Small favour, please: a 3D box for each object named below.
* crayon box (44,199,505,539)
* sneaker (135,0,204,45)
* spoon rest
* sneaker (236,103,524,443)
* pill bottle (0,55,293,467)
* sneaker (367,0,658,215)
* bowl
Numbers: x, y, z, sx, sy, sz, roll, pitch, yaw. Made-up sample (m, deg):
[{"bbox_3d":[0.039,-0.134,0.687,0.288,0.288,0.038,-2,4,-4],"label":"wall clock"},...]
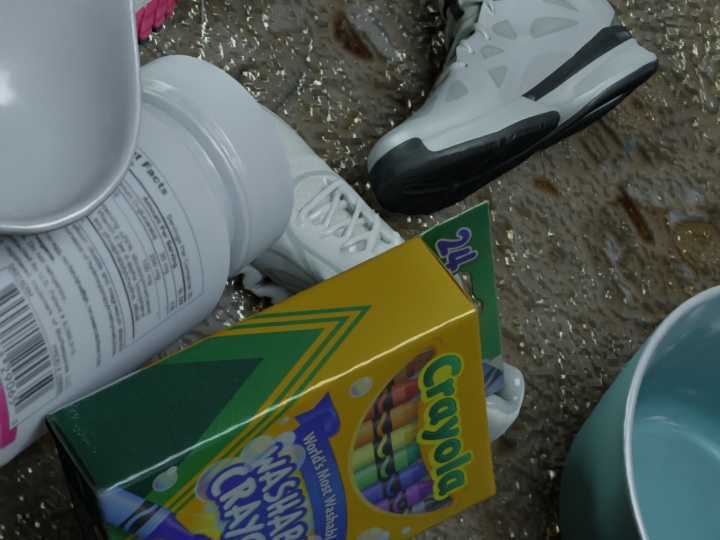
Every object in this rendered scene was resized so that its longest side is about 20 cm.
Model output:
[{"bbox_3d":[-0.018,0.068,1.152,0.200,0.126,0.052,-27,51,-15],"label":"crayon box"},{"bbox_3d":[-0.079,-0.166,1.259,0.200,0.081,0.075,-44,143,-39],"label":"sneaker"},{"bbox_3d":[-0.120,-0.095,1.111,0.099,0.061,0.200,19,52,1],"label":"spoon rest"},{"bbox_3d":[0.000,0.000,1.268,0.200,0.081,0.075,52,53,-6],"label":"sneaker"},{"bbox_3d":[-0.126,-0.004,1.158,0.200,0.113,0.113,-36,95,-39],"label":"pill bottle"},{"bbox_3d":[0.048,-0.104,1.358,0.200,0.076,0.115,-29,81,-47],"label":"sneaker"},{"bbox_3d":[0.170,0.114,1.328,0.200,0.105,0.201,13,66,-32],"label":"bowl"}]
